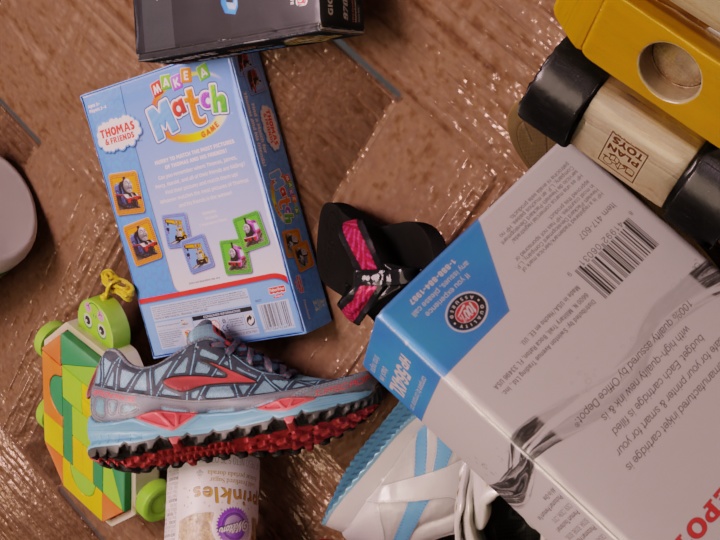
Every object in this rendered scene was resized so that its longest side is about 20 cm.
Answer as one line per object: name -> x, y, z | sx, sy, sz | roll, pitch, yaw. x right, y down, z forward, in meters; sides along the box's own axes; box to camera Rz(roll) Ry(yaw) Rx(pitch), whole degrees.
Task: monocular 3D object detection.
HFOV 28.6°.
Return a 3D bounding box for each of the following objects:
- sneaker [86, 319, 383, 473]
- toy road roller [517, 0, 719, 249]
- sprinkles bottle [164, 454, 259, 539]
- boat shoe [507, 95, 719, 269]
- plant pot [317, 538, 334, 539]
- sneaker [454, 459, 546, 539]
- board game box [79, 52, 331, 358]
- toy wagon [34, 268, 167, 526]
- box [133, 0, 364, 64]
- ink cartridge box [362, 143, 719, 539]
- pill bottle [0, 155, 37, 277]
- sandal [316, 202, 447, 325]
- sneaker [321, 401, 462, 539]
sneaker -> -0.086, 0.074, 0.943 | 0.079, 0.200, 0.096 | 97, 166, -70
toy road roller -> 0.173, -0.124, 0.664 | 0.123, 0.146, 0.200 | 36, 148, 11
sprinkles bottle -> -0.105, 0.180, 0.984 | 0.068, 0.068, 0.200 | -15, 67, 39
boat shoe -> 0.167, -0.030, 0.770 | 0.200, 0.065, 0.073 | 50, 156, -6
plant pot -> 0.012, 0.274, 0.868 | 0.182, 0.200, 0.201 | 22, 117, 12
sneaker -> 0.083, 0.083, 0.778 | 0.074, 0.116, 0.200 | -7, 103, 6
board game box -> -0.111, -0.046, 0.994 | 0.151, 0.037, 0.200 | -11, 97, 38
toy wagon -> -0.198, 0.094, 1.072 | 0.155, 0.040, 0.200 | 31, 128, 39
box -> -0.077, -0.237, 0.885 | 0.159, 0.046, 0.200 | -1, 92, 37
ink cartridge box -> 0.123, 0.056, 0.711 | 0.200, 0.146, 0.084 | 44, 159, 11
pill bottle -> -0.359, -0.013, 1.141 | 0.200, 0.113, 0.113 | -31, 84, 38
sandal -> 0.000, 0.000, 0.857 | 0.200, 0.045, 0.075 | -155, 69, -65
sneaker -> 0.059, 0.111, 0.898 | 0.081, 0.077, 0.200 | 36, 120, -4
